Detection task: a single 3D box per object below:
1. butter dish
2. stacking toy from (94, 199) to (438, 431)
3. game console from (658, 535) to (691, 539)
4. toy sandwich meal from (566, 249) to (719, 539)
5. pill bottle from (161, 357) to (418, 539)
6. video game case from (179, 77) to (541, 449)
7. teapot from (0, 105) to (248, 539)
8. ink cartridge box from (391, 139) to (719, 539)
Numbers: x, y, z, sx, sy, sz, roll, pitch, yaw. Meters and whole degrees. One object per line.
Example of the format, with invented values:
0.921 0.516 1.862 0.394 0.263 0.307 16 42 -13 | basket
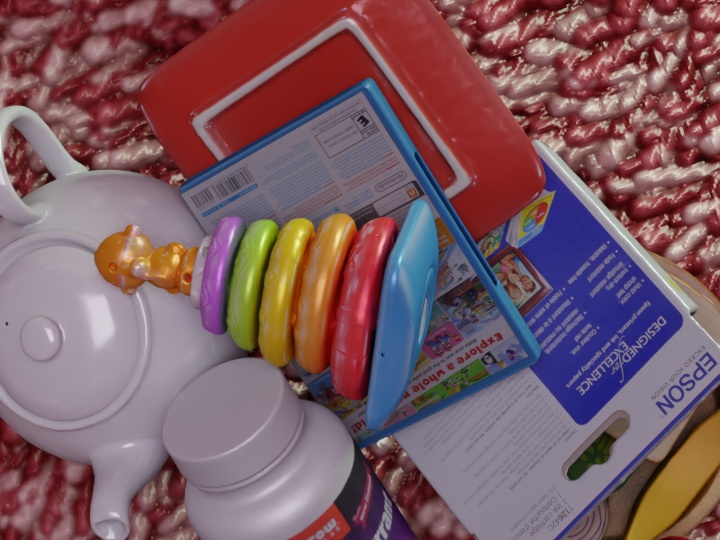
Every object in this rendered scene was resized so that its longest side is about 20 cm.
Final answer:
-0.002 -0.100 1.550 0.199 0.148 0.200 -32 102 24 | butter dish
-0.059 0.009 1.444 0.198 0.110 0.117 10 117 7 | stacking toy
0.247 0.275 1.538 0.199 0.173 0.119 19 60 2 | game console
0.159 0.088 1.570 0.203 0.070 0.207 0 86 1 | toy sandwich meal
-0.038 0.150 1.503 0.111 0.112 0.201 -33 125 -1 | pill bottle
0.000 0.000 1.501 0.143 0.018 0.201 -27 103 23 | video game case
-0.170 0.029 1.521 0.199 0.146 0.198 29 103 15 | teapot
0.108 0.058 1.528 0.198 0.047 0.200 -46 65 14 | ink cartridge box
